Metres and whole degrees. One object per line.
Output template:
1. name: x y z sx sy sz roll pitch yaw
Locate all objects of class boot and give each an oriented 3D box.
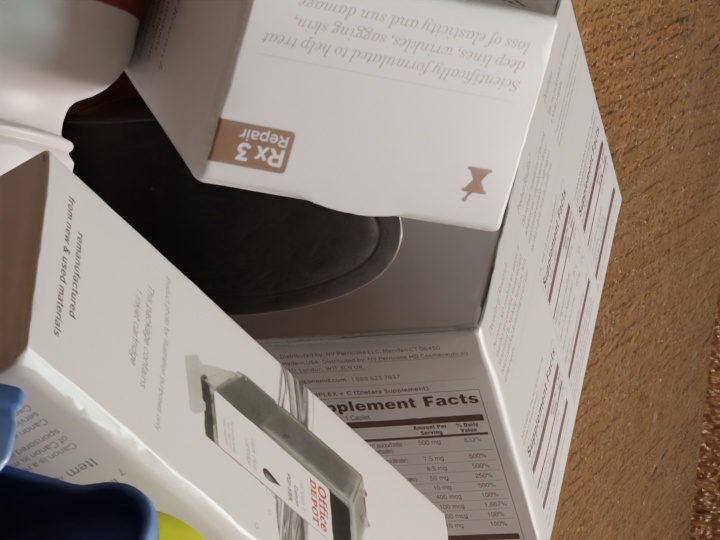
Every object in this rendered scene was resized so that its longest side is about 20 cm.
1. boot: -0.050 -0.051 0.956 0.200 0.187 0.069 -49 133 -61

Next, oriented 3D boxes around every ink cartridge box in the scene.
1. ink cartridge box: -0.085 0.079 0.807 0.200 0.146 0.083 45 31 -35

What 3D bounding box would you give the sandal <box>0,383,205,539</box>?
1. sandal: -0.142 0.079 0.703 0.080 0.199 0.087 -93 162 -56

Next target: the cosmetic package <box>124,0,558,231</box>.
1. cosmetic package: -0.022 -0.086 0.856 0.200 0.101 0.074 -131 -127 -61

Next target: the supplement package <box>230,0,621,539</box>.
1. supplement package: 0.000 0.000 1.009 0.200 0.155 0.111 -72 152 -48

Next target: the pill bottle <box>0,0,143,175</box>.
1. pill bottle: -0.116 -0.118 0.819 0.112 0.112 0.201 15 84 -75
